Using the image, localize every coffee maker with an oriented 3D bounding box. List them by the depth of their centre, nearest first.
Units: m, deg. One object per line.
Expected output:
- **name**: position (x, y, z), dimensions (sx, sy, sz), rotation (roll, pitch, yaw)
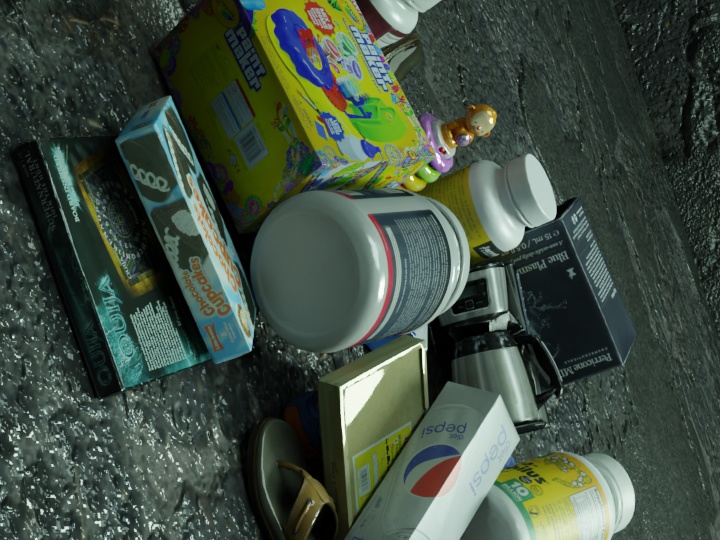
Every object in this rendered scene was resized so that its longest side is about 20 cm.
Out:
- **coffee maker**: position (0.142, 0.101, 1.426), dimensions (0.192, 0.133, 0.203), rotation (135, -55, -73)

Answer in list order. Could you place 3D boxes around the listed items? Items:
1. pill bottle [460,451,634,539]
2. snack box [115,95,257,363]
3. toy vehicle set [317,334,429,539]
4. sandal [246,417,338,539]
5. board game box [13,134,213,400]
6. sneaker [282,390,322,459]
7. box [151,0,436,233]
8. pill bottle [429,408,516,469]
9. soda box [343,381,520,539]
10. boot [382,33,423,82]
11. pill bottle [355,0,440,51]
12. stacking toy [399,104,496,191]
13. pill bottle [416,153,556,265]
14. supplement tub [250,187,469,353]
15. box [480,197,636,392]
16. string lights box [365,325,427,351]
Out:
- **pill bottle**: position (0.181, 0.243, 1.188), dimensions (0.198, 0.112, 0.114), rotation (-9, 77, -41)
- **snack box**: position (-0.140, -0.036, 1.000), dimensions (0.116, 0.037, 0.202), rotation (-95, 165, -71)
- **toy vehicle set**: position (0.017, 0.175, 1.096), dimensions (0.123, 0.026, 0.203), rotation (-22, 115, -46)
- **sandal**: position (-0.048, 0.224, 1.029), dimensions (0.081, 0.054, 0.203), rotation (23, 51, -56)
- **board game box**: position (-0.192, -0.009, 0.953), dimensions (0.135, 0.028, 0.203), rotation (-14, 84, -64)
- **sneaker**: position (0.004, 0.134, 1.173), dimensions (0.200, 0.078, 0.076), rotation (-21, 90, -65)
- **box**: position (-0.061, -0.159, 1.153), dimensions (0.192, 0.122, 0.202), rotation (-12, 71, -54)
- **pill bottle**: position (0.125, 0.248, 1.288), dimensions (0.202, 0.111, 0.112), rotation (64, 26, -11)
- **soda box**: position (0.066, 0.200, 1.089), dimensions (0.201, 0.063, 0.069), rotation (-52, 133, -29)
- **boot**: position (0.023, -0.165, 1.319), dimensions (0.097, 0.200, 0.075), rotation (42, -12, 4)
- **pill bottle**: position (-0.008, -0.287, 1.319), dimensions (0.114, 0.199, 0.115), rotation (42, 29, -31)
- **stacking toy**: position (0.067, -0.137, 1.365), dimensions (0.116, 0.198, 0.111), rotation (52, 30, -31)
- **pill bottle**: position (0.127, -0.064, 1.427), dimensions (0.111, 0.198, 0.113), rotation (42, 36, -41)
- **supplement tub**: position (0.005, -0.005, 1.111), dimensions (0.199, 0.139, 0.142), rotation (-8, 77, -58)
- **box**: position (0.218, 0.043, 1.528), dimensions (0.202, 0.195, 0.117), rotation (65, 25, -6)
- **string lights box**: position (0.000, 0.000, 1.291), dimensions (0.200, 0.058, 0.104), rotation (48, 32, -37)
